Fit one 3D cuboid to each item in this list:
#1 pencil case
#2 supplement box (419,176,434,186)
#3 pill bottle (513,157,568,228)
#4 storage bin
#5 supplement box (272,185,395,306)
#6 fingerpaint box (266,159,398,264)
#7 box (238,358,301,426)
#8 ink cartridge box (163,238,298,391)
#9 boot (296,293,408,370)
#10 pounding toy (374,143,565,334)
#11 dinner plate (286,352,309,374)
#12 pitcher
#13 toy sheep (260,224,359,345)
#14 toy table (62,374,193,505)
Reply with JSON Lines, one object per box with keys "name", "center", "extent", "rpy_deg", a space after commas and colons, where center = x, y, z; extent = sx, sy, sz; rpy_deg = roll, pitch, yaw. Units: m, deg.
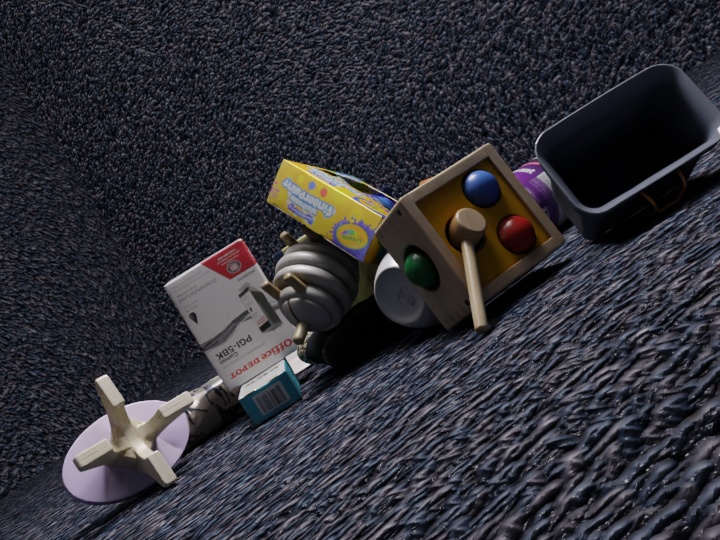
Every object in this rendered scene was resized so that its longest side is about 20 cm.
{"name": "pencil case", "center": [-0.244, 0.217, 1.569], "extent": [0.200, 0.090, 0.078], "rpy_deg": [-32, 3, -26]}
{"name": "supplement box", "center": [0.206, -0.119, 1.683], "extent": [0.199, 0.069, 0.067], "rpy_deg": [9, -7, -18]}
{"name": "pill bottle", "center": [0.272, -0.110, 1.445], "extent": [0.200, 0.112, 0.111], "rpy_deg": [-34, 4, -35]}
{"name": "storage bin", "center": [0.323, -0.122, 1.122], "extent": [0.200, 0.146, 0.134], "rpy_deg": [-32, -24, -2]}
{"name": "supplement box", "center": [0.000, 0.000, 1.549], "extent": [0.199, 0.200, 0.134], "rpy_deg": [-30, 3, 16]}
{"name": "fingerpaint box", "center": [-0.005, -0.081, 1.349], "extent": [0.167, 0.200, 0.074], "rpy_deg": [6, -68, -53]}
{"name": "box", "center": [-0.138, 0.182, 1.440], "extent": [0.082, 0.049, 0.200], "rpy_deg": [-32, 3, -4]}
{"name": "ink cartridge box", "center": [-0.201, 0.070, 1.503], "extent": [0.147, 0.200, 0.083], "rpy_deg": [-32, 6, -5]}
{"name": "boot", "center": [0.001, 0.078, 1.424], "extent": [0.203, 0.074, 0.154], "rpy_deg": [-37, 10, -23]}
{"name": "pounding toy", "center": [0.131, -0.027, 1.126], "extent": [0.200, 0.184, 0.142], "rpy_deg": [-33, -9, -27]}
{"name": "dinner plate", "center": [-0.118, 0.167, 1.735], "extent": [0.200, 0.024, 0.200], "rpy_deg": [-32, 2, 1]}
{"name": "pitcher", "center": [0.111, -0.021, 1.262], "extent": [0.200, 0.121, 0.172], "rpy_deg": [-30, -41, -48]}
{"name": "toy sheep", "center": [-0.067, 0.019, 1.354], "extent": [0.138, 0.138, 0.200], "rpy_deg": [-28, 35, 52]}
{"name": "toy table", "center": [-0.332, 0.249, 1.353], "extent": [0.200, 0.184, 0.117], "rpy_deg": [-44, -8, -32]}
